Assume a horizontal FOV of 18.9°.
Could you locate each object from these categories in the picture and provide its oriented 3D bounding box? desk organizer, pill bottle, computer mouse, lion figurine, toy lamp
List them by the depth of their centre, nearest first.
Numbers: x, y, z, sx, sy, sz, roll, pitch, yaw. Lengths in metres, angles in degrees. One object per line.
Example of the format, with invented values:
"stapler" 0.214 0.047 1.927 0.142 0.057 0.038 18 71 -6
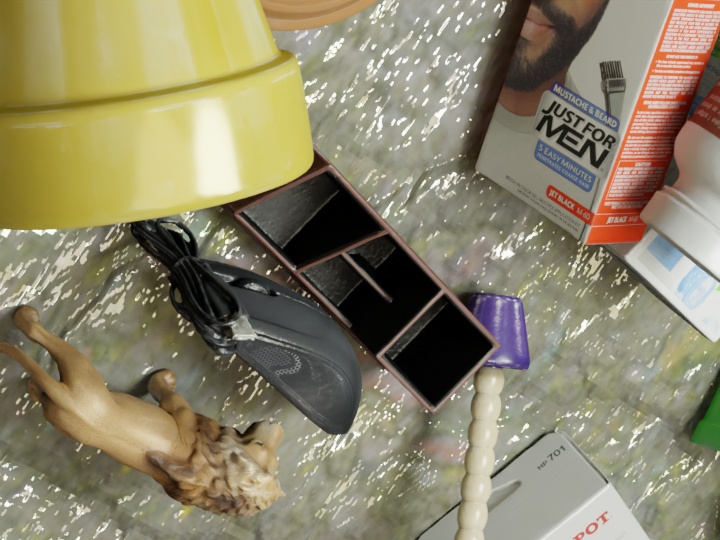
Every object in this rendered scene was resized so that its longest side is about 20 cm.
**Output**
"pill bottle" 0.268 -0.086 1.352 0.112 0.112 0.200 36 95 -34
"lion figurine" -0.146 0.095 1.352 0.199 0.123 0.073 18 105 -31
"computer mouse" -0.054 0.036 1.375 0.053 0.139 0.200 -43 134 4
"desk organizer" 0.000 0.000 1.404 0.072 0.077 0.200 -45 124 0
"toy lamp" 0.082 0.117 1.480 0.058 0.058 0.202 10 85 -29

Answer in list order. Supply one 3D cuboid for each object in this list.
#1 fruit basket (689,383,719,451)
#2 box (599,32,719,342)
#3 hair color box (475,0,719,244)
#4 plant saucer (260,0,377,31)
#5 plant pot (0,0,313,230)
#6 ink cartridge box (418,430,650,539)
"fruit basket" 0.349 0.157 1.618 0.214 0.155 0.218 -4 98 -28
"box" 0.252 -0.073 1.476 0.112 0.101 0.200 39 94 -33
"hair color box" 0.157 -0.131 1.384 0.064 0.111 0.202 -3 119 -43
"plant saucer" -0.033 -0.240 1.302 0.198 0.032 0.202 -11 118 -21
"plant pot" -0.137 -0.137 1.218 0.199 0.201 0.191 -13 102 -20
"ink cartridge box" 0.152 0.240 1.588 0.146 0.086 0.200 -38 125 -2
